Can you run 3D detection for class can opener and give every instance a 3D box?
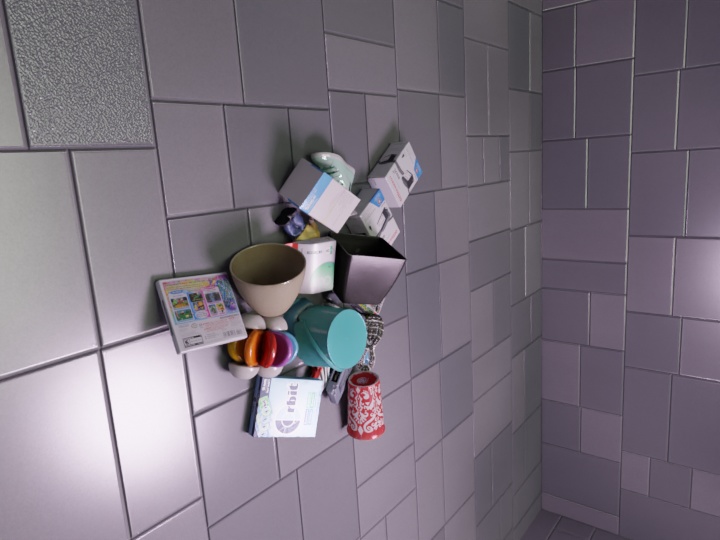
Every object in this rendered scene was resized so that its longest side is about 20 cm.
[{"bbox_3d":[-0.051,0.124,1.809,0.200,0.053,0.067,29,72,-51],"label":"can opener"}]

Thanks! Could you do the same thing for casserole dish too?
[{"bbox_3d":[-0.167,0.179,1.678,0.121,0.039,0.200,-40,123,-43],"label":"casserole dish"}]

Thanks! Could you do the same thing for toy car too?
[{"bbox_3d":[-0.254,0.210,1.479,0.200,0.150,0.176,11,85,-52],"label":"toy car"}]

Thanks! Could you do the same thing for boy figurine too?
[{"bbox_3d":[-0.168,-0.102,1.624,0.200,0.064,0.125,52,56,-42],"label":"boy figurine"}]

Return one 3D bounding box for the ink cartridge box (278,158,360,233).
[{"bbox_3d":[-0.111,-0.212,1.596,0.200,0.129,0.125,32,94,-46],"label":"ink cartridge box"}]

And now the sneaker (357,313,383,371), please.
[{"bbox_3d":[0.021,0.246,1.901,0.078,0.090,0.201,17,90,-13],"label":"sneaker"}]

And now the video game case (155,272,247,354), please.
[{"bbox_3d":[-0.388,0.100,1.339,0.200,0.024,0.182,-9,75,-51],"label":"video game case"}]

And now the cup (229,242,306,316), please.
[{"bbox_3d":[-0.244,0.038,1.463,0.200,0.200,0.144,-39,142,-42],"label":"cup"}]

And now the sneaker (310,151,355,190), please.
[{"bbox_3d":[-0.085,-0.290,1.695,0.200,0.074,0.119,21,71,-54],"label":"sneaker"}]

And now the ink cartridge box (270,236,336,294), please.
[{"bbox_3d":[-0.166,-0.007,1.589,0.200,0.050,0.161,-13,118,-39],"label":"ink cartridge box"}]

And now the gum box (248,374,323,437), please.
[{"bbox_3d":[-0.216,0.397,1.586,0.200,0.045,0.170,10,86,-33],"label":"gum box"}]

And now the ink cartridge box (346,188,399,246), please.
[{"bbox_3d":[0.040,-0.160,1.866,0.145,0.084,0.200,-56,134,-31],"label":"ink cartridge box"}]

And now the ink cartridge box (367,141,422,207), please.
[{"bbox_3d":[0.127,-0.344,1.956,0.200,0.084,0.145,-58,135,-30],"label":"ink cartridge box"}]

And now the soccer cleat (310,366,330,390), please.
[{"bbox_3d":[-0.137,0.362,1.716,0.085,0.069,0.200,39,59,-42],"label":"soccer cleat"}]

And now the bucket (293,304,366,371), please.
[{"bbox_3d":[-0.087,0.201,1.635,0.207,0.135,0.208,-1,91,-49],"label":"bucket"}]

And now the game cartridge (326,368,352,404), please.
[{"bbox_3d":[-0.060,0.332,1.790,0.133,0.041,0.200,92,18,-61],"label":"game cartridge"}]

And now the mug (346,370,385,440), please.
[{"bbox_3d":[0.012,0.448,1.868,0.178,0.133,0.201,-106,-168,-70],"label":"mug"}]

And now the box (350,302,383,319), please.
[{"bbox_3d":[0.011,0.089,1.898,0.200,0.035,0.110,45,60,-45],"label":"box"}]

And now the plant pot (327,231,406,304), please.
[{"bbox_3d":[0.000,0.000,1.722,0.200,0.200,0.178,3,113,-26],"label":"plant pot"}]
